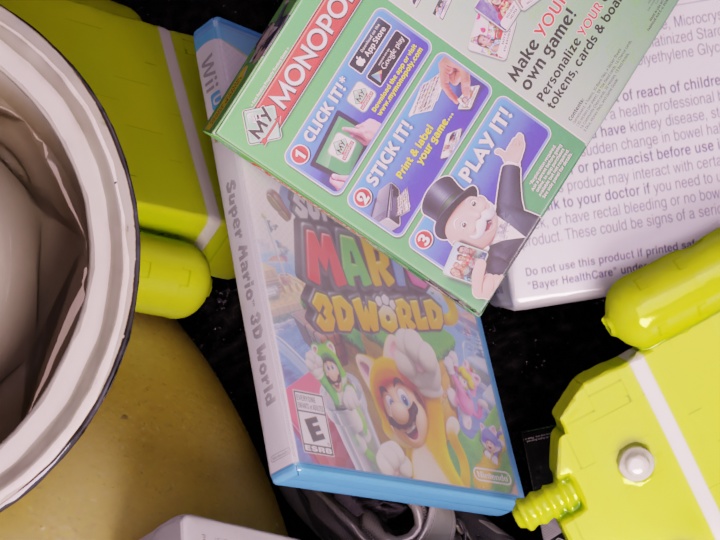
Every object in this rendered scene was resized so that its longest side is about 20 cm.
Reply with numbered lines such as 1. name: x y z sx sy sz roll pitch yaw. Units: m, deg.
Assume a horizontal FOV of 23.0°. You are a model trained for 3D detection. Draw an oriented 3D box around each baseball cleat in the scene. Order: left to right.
1. baseball cleat: 0.040 0.137 0.784 0.199 0.106 0.070 36 83 -2

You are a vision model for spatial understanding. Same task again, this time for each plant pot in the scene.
1. plant pot: -0.127 0.086 0.755 0.198 0.201 0.143 -6 63 -1

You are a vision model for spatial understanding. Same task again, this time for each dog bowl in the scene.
1. dog bowl: -0.177 -0.002 0.625 0.198 0.074 0.203 1 84 -7

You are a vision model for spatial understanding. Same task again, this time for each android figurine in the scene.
1. android figurine: -0.106 -0.058 0.760 0.199 0.183 0.041 13 132 -35
2. android figurine: 0.160 0.077 0.727 0.198 0.041 0.183 -25 92 -1

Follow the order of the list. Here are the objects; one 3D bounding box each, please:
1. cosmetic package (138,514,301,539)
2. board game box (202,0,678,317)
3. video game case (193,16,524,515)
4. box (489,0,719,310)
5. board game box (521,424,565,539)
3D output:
1. cosmetic package: -0.021 0.165 0.687 0.112 0.199 0.082 -30 54 37
2. board game box: 0.046 -0.103 0.709 0.134 0.029 0.201 34 88 -15
3. video game case: 0.000 0.000 0.748 0.018 0.142 0.202 -30 60 35
4. box: 0.134 -0.095 0.793 0.182 0.105 0.202 -9 89 -1
5. board game box: 0.177 0.101 0.774 0.198 0.024 0.106 -12 64 6
